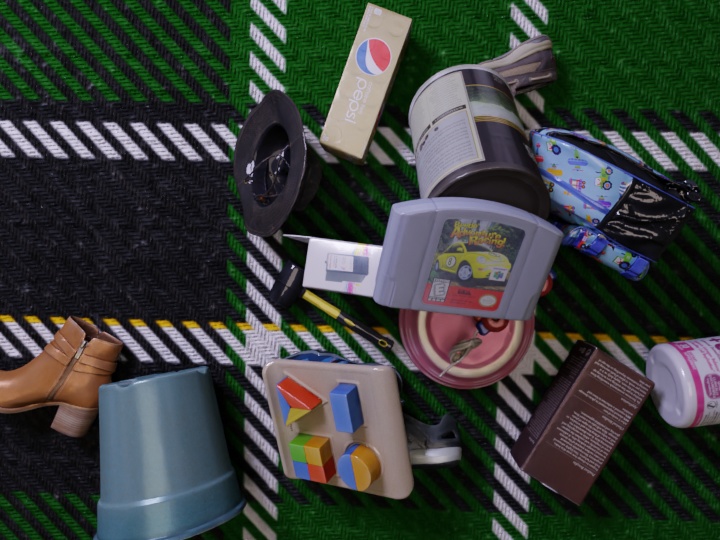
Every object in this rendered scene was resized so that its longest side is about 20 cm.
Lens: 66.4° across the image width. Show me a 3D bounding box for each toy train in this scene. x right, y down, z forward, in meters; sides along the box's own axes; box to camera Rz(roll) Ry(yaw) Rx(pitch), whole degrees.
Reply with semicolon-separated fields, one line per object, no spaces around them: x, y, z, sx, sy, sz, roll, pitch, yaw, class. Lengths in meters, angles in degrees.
0.147;0.034;0.729;0.199;0.085;0.116;-39;80;3;toy train

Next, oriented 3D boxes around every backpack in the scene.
0.293;-0.100;0.713;0.198;0.183;0.136;26;109;-2;backpack

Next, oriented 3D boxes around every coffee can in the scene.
0.139;-0.137;0.688;0.144;0.147;0.202;-5;51;2;coffee can

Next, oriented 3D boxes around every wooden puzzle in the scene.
-0.038;0.214;0.733;0.198;0.046;0.188;-3;104;28;wooden puzzle

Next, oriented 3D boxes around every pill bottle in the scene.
0.513;0.144;0.749;0.197;0.113;0.115;-8;92;2;pill bottle

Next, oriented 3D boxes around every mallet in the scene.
-0.045;0.069;0.808;0.199;0.041;0.066;39;94;-4;mallet

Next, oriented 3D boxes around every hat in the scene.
-0.102;-0.144;0.768;0.080;0.200;0.204;3;94;-38;hat

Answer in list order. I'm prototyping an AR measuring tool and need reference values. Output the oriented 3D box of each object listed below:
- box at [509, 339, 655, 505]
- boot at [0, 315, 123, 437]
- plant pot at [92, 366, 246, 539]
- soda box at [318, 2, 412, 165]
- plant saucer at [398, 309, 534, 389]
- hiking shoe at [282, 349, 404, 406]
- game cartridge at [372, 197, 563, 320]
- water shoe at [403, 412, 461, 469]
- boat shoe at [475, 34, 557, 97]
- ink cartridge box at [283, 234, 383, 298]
0.311;0.212;0.781;0.099;0.075;0.201;31;92;0;box
-0.460;0.137;0.810;0.198;0.074;0.156;24;94;-11;boot
-0.268;0.242;0.754;0.197;0.200;0.199;-9;85;3;plant pot
0.007;-0.258;0.776;0.067;0.064;0.202;21;93;1;soda box
0.154;0.073;0.792;0.198;0.051;0.204;0;92;1;plant saucer
-0.037;0.158;0.784;0.197;0.087;0.076;2;93;2;hiking shoe
0.122;-0.013;0.618;0.197;0.041;0.135;6;115;-11;game cartridge
0.047;0.247;0.805;0.197;0.072;0.080;-1;63;6;water shoe
0.186;-0.250;0.764;0.198;0.074;0.074;-27;91;4;boat shoe
0.000;0.000;0.740;0.197;0.117;0.068;9;89;18;ink cartridge box
